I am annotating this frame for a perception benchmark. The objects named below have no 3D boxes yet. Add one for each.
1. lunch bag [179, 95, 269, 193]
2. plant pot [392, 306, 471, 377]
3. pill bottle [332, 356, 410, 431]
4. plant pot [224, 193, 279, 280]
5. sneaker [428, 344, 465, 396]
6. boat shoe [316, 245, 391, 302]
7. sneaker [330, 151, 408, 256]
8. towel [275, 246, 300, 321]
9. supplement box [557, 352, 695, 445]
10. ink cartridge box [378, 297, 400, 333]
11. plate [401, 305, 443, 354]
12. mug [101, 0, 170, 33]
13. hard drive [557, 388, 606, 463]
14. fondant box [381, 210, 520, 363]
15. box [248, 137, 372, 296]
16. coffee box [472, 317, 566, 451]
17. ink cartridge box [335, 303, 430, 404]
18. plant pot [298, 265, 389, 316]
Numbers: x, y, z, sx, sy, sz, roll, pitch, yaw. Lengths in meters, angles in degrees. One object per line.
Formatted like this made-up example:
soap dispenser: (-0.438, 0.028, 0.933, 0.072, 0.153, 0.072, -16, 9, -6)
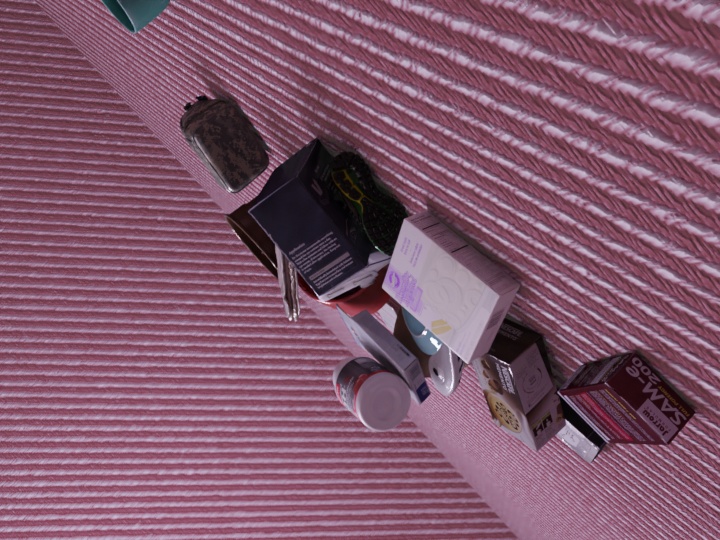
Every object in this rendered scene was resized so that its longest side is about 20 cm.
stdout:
lunch bag: (-0.331, -0.303, 1.748, 0.167, 0.139, 0.201, 31, 160, 54)
plant pot: (0.141, 0.135, 1.489, 0.200, 0.134, 0.201, 45, 168, 12)
pill bottle: (0.013, 0.233, 1.458, 0.111, 0.111, 0.200, 50, 169, -18)
plant pot: (-0.159, -0.110, 1.611, 0.200, 0.198, 0.200, 44, 169, 11)
sneaker: (0.187, 0.135, 1.336, 0.073, 0.111, 0.202, 40, 147, 37)
boat shoe: (0.000, 0.000, 1.408, 0.074, 0.198, 0.067, -78, -34, -70)
sneaker: (0.018, -0.115, 1.275, 0.201, 0.078, 0.085, 58, 175, -7)
towel: (-0.144, -0.013, 1.425, 0.133, 0.034, 0.202, -110, 16, -51)
supplement box: (0.354, 0.178, 1.009, 0.109, 0.061, 0.200, 45, 170, 6)
ink cartridge box: (0.090, 0.090, 1.698, 0.115, 0.068, 0.201, 38, 166, 38)
plate: (0.104, 0.047, 1.293, 0.200, 0.025, 0.203, 176, 90, -73)
mug: (-0.429, -0.541, 1.358, 0.185, 0.114, 0.152, 42, 169, 28)
hard drive: (0.357, 0.259, 1.348, 0.200, 0.038, 0.140, 42, 168, 23)
fondant box: (0.134, 0.024, 1.148, 0.200, 0.058, 0.145, 42, 134, 29)
box: (-0.075, -0.098, 1.320, 0.201, 0.117, 0.197, 51, -157, -18)
coffee box: (0.261, 0.187, 1.240, 0.113, 0.079, 0.202, 28, 147, 53)
ink cartridge box: (0.048, 0.156, 1.454, 0.200, 0.041, 0.200, 42, 168, 28)
plant pot: (-0.022, 0.003, 1.548, 0.200, 0.201, 0.177, 41, 176, 29)
